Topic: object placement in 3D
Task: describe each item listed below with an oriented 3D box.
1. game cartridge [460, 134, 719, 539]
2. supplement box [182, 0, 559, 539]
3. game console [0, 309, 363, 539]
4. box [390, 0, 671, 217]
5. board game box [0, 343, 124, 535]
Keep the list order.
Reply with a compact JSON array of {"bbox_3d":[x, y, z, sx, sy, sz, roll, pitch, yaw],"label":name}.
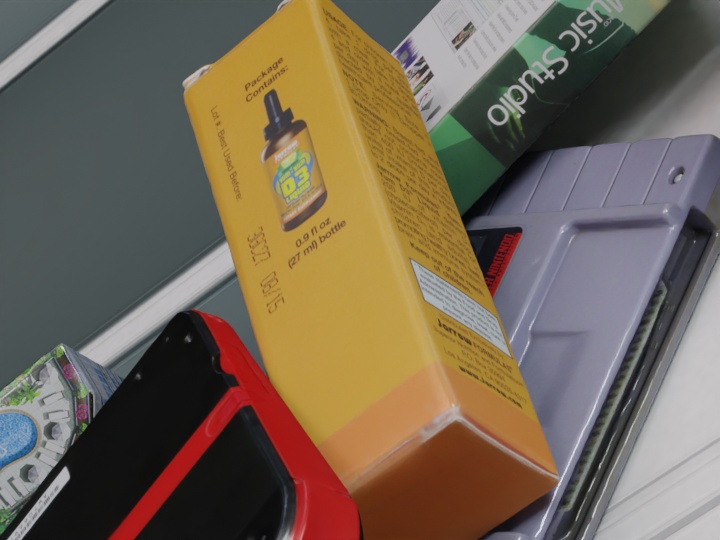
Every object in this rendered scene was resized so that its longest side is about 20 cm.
[{"bbox_3d":[0.048,0.043,0.991,0.129,0.038,0.201,0,57,48],"label":"game cartridge"},{"bbox_3d":[0.000,0.000,0.961,0.066,0.069,0.201,-36,50,21],"label":"supplement box"},{"bbox_3d":[-0.086,0.121,0.902,0.200,0.031,0.177,-51,26,6],"label":"game console"},{"bbox_3d":[0.050,-0.079,1.084,0.200,0.036,0.144,-47,15,9],"label":"box"},{"bbox_3d":[-0.163,0.116,1.057,0.200,0.062,0.200,-39,-8,0],"label":"board game box"}]
